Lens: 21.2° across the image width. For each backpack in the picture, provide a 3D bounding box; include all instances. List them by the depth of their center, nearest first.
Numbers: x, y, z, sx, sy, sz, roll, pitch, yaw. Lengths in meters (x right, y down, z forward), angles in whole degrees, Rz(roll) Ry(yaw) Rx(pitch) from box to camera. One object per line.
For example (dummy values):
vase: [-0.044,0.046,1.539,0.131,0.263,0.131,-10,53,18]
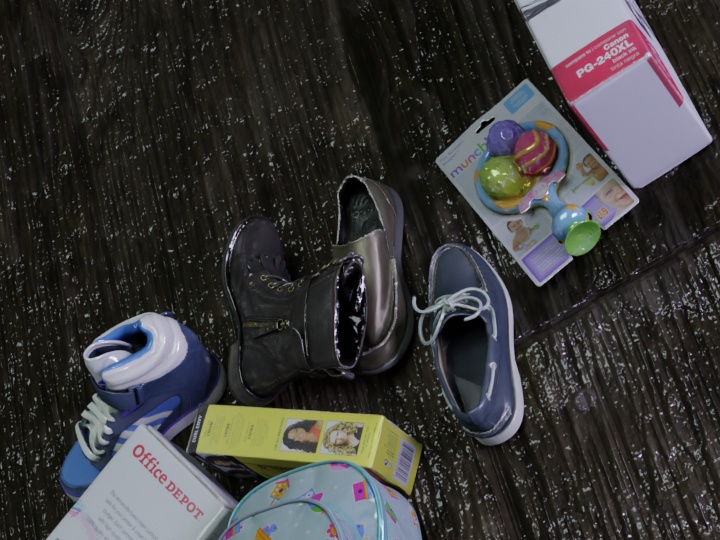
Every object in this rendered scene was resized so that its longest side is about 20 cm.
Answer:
backpack: [-0.034,0.255,1.547,0.175,0.153,0.202,-23,51,26]

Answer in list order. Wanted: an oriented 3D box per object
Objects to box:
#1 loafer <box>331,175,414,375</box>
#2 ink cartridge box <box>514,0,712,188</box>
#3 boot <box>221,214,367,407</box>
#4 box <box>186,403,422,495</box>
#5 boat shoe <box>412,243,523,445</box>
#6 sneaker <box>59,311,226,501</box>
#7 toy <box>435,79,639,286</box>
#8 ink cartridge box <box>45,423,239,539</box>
loafer: [0.000,0.000,1.727,0.075,0.070,0.202,-20,54,22]
ink cartridge box: [0.207,-0.194,1.653,0.083,0.145,0.201,-32,50,14]
boot: [-0.050,0.021,1.711,0.174,0.069,0.202,-30,56,48]
box: [-0.050,0.154,1.668,0.198,0.075,0.051,1,66,33]
boat shoe: [0.088,0.053,1.641,0.074,0.062,0.202,-23,53,23]
sneaker: [-0.231,0.117,1.760,0.199,0.146,0.081,-39,49,8]
toy: [0.146,-0.089,1.697,0.115,0.047,0.200,-40,49,5]
ink cartridge box: [-0.196,0.260,1.693,0.201,0.087,0.145,-52,49,-2]
